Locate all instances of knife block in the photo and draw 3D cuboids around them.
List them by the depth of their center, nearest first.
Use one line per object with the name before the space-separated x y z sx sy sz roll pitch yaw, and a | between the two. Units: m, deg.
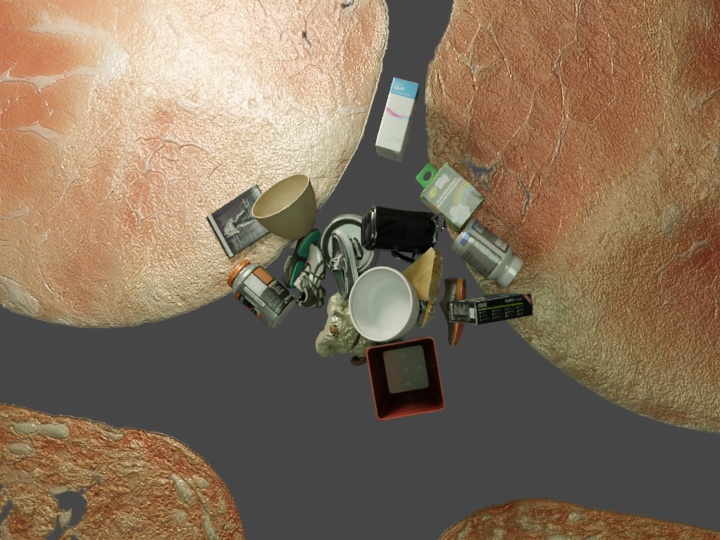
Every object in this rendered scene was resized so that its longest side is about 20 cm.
knife block | 0.141 0.030 1.672 0.171 0.063 0.207 9 89 31

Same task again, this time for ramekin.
ramekin | 0.074 0.099 1.600 0.195 0.104 0.207 -5 79 27

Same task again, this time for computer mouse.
computer mouse | 0.000 0.000 1.692 0.057 0.034 0.207 -3 101 33

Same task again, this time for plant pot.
plant pot | 0.130 0.300 1.658 0.193 0.176 0.207 -10 88 4
plant pot | -0.208 -0.172 1.708 0.197 0.202 0.136 -29 122 5

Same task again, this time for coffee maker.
coffee maker | 0.113 -0.124 1.633 0.194 0.194 0.138 3 55 -20

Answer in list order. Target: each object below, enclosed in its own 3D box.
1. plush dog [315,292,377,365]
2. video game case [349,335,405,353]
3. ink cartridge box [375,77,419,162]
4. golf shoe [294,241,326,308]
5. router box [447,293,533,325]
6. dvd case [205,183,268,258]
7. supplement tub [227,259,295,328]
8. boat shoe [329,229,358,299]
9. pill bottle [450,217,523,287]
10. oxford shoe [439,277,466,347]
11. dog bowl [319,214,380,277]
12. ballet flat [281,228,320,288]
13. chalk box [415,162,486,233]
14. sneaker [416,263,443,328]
plush dog | -0.023 0.185 1.681 0.167 0.160 0.206 18 90 -18
video game case | 0.036 0.138 1.748 0.176 0.022 0.207 -9 87 6
ink cartridge box | 0.110 -0.439 1.687 0.082 0.144 0.206 14 90 5
golf shoe | -0.153 0.017 1.706 0.092 0.077 0.207 -5 104 -24
router box | 0.366 0.107 1.616 0.194 0.149 0.064 -7 90 -22
dvd case | -0.370 -0.155 1.794 0.197 0.016 0.151 -32 87 3
supplement tub | -0.302 0.068 1.731 0.199 0.123 0.123 40 93 5
boat shoe | -0.058 -0.017 1.667 0.066 0.071 0.207 -14 91 -38
pill bottle | 0.372 -0.049 1.672 0.198 0.114 0.115 38 93 5
oxford shoe | 0.274 0.124 1.711 0.071 0.071 0.207 4 85 25
dog bowl | -0.037 -0.073 1.740 0.193 0.059 0.207 0 89 5
ballet flat | -0.193 -0.045 1.750 0.068 0.067 0.204 29 95 34
chalk box | 0.254 -0.226 1.683 0.199 0.124 0.125 43 94 6
sneaker | 0.194 0.072 1.713 0.075 0.078 0.207 12 87 20
